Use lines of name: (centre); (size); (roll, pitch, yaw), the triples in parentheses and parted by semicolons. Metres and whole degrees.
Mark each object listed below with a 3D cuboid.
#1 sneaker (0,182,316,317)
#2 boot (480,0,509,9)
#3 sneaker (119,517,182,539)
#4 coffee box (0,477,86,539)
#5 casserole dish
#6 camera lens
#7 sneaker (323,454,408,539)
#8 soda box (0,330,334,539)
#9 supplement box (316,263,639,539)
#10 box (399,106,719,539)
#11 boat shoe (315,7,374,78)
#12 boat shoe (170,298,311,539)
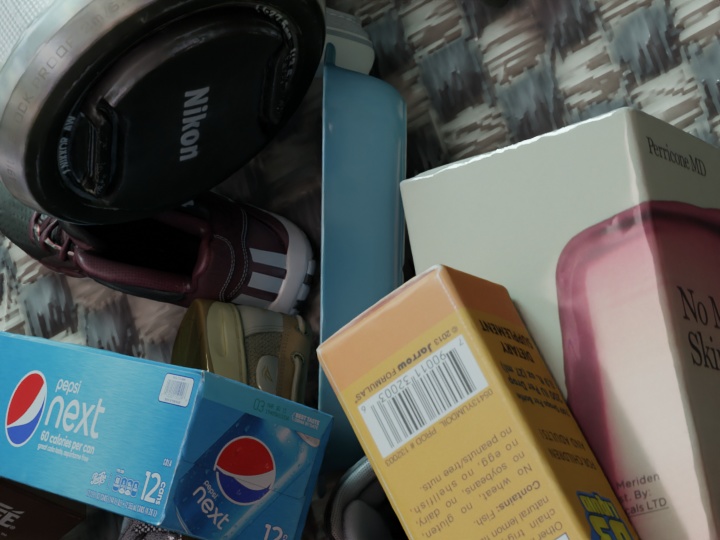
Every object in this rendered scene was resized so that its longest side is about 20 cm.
sneaker: (-0.125, -0.030, 1.159); (0.199, 0.115, 0.076); (17, 91, 32)
boot: (0.020, -0.224, 1.134); (0.200, 0.077, 0.139); (37, 111, 37)
sneaker: (-0.101, 0.155, 1.105); (0.075, 0.114, 0.201); (2, 83, 31)
coffee box: (-0.239, 0.120, 1.180); (0.200, 0.114, 0.080); (-40, 40, 29)
casserole dish: (0.000, 0.000, 1.083); (0.039, 0.121, 0.201); (0, 88, -1)
camera lens: (-0.121, -0.133, 1.065); (0.160, 0.160, 0.200); (-45, 62, 17)
sneaker: (0.022, 0.144, 1.039); (0.075, 0.114, 0.201); (13, 88, 27)
soda box: (-0.097, 0.071, 1.032); (0.200, 0.068, 0.064); (8, 80, 57)
supplement box: (0.061, 0.099, 0.904); (0.069, 0.066, 0.200); (-33, 67, 19)
box: (0.106, 0.051, 0.998); (0.109, 0.128, 0.201); (-17, 74, 27)
boat shoe: (-0.069, -0.143, 1.178); (0.200, 0.072, 0.069); (23, 94, 41)
boat shoe: (-0.043, 0.105, 1.071); (0.073, 0.063, 0.201); (122, 146, -49)
